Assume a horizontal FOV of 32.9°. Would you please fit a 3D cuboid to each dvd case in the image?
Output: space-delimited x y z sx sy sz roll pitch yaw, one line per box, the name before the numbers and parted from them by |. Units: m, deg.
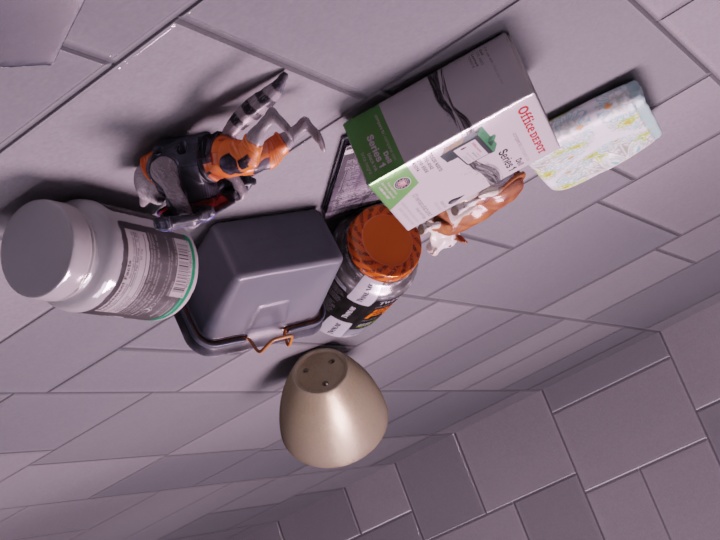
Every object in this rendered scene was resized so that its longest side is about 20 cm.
dvd case | 0.035 -0.125 1.443 0.146 0.016 0.200 -17 163 -15

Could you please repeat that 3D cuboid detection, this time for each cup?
cup | -0.058 0.220 2.134 0.197 0.201 0.145 -20 135 -7

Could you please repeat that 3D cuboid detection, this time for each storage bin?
storage bin | -0.118 0.012 1.484 0.198 0.147 0.135 -11 150 -34

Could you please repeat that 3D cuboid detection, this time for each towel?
towel | 0.302 -0.171 1.588 0.169 0.049 0.200 -27 162 14

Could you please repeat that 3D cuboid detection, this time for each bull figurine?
bull figurine | 0.129 -0.082 1.602 0.120 0.066 0.200 -10 159 -44

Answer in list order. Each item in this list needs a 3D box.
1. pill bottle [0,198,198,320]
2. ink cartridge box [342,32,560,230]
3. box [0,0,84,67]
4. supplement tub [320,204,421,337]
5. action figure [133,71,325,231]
pill bottle | -0.264 -0.011 1.246 0.112 0.115 0.199 -29 161 22
ink cartridge box | 0.102 -0.145 1.309 0.198 0.085 0.146 -28 154 11
box | -0.190 -0.225 0.539 0.122 0.199 0.200 -9 160 -35
supplement tub | 0.000 0.000 1.585 0.121 0.124 0.200 -14 164 -25
action figure | -0.135 -0.113 1.194 0.191 0.106 0.200 -19 -170 14
